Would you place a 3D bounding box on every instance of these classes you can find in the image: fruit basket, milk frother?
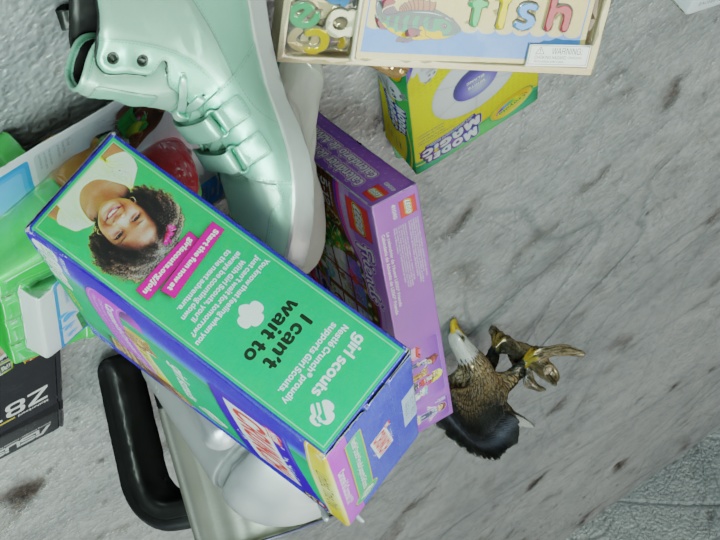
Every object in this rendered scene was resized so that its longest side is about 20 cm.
[{"bbox_3d":[-0.150,-0.037,0.956,0.199,0.094,0.186,-31,157,-23],"label":"fruit basket"},{"bbox_3d":[-0.078,0.098,1.192,0.199,0.190,0.180,-14,177,-39],"label":"milk frother"}]

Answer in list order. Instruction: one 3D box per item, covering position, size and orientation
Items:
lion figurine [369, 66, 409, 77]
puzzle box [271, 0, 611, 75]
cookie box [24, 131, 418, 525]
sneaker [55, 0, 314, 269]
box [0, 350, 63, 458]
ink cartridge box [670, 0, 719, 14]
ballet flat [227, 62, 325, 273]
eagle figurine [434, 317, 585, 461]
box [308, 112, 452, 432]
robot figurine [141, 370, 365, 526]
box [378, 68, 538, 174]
[{"bbox_3d":[0.023,-0.182,0.956,0.199,0.073,0.122,-36,152,8],"label":"lion figurine"},{"bbox_3d":[0.053,-0.179,0.901,0.198,0.025,0.134,0,125,-14],"label":"puzzle box"},{"bbox_3d":[-0.068,0.038,0.861,0.075,0.199,0.171,-51,165,-14],"label":"cookie box"},{"bbox_3d":[-0.099,-0.081,0.853,0.118,0.202,0.074,-18,-172,-29],"label":"sneaker"},{"bbox_3d":[-0.298,0.100,1.061,0.199,0.049,0.162,-27,159,-23],"label":"box"},{"bbox_3d":[0.353,-0.302,1.246,0.195,0.043,0.200,-20,154,-34],"label":"ink cartridge box"},{"bbox_3d":[-0.058,-0.056,0.999,0.069,0.069,0.201,-25,142,-26],"label":"ballet flat"},{"bbox_3d":[0.104,0.124,1.612,0.200,0.151,0.152,-35,171,-34],"label":"eagle figurine"},{"bbox_3d":[0.000,0.000,1.094,0.039,0.137,0.201,-27,130,-21],"label":"box"},{"bbox_3d":[-0.064,0.080,1.015,0.113,0.200,0.169,-44,159,21],"label":"robot figurine"},{"bbox_3d":[0.070,-0.145,1.129,0.117,0.048,0.200,-33,159,-9],"label":"box"}]
